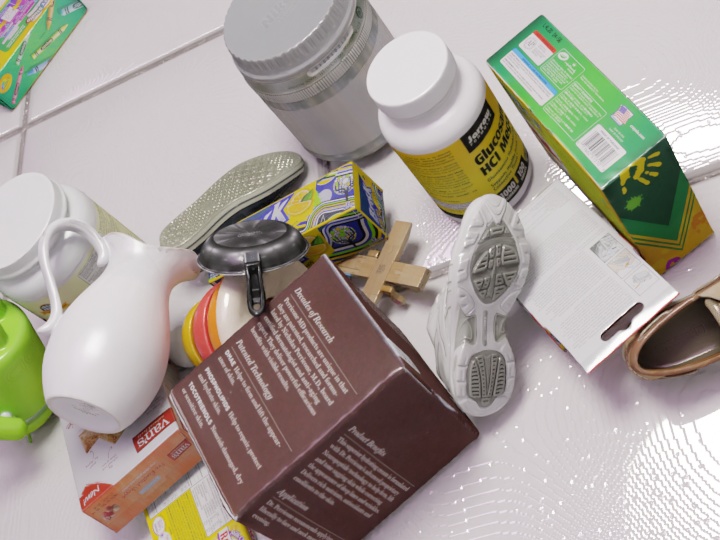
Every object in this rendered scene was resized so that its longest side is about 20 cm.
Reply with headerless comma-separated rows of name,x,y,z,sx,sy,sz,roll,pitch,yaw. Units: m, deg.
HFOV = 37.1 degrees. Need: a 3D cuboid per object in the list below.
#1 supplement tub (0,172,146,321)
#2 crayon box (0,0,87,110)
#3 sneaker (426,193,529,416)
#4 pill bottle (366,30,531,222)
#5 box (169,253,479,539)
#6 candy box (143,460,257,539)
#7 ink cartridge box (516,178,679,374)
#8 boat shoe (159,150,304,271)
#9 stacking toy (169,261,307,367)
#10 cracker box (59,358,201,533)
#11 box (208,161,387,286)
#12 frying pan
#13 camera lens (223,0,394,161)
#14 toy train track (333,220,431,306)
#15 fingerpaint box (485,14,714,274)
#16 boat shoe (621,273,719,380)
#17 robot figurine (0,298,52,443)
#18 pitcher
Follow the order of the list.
supplement tub,-0.335,-0.009,1.245,0.144,0.200,0.146,-15,55,23
crayon box,-0.528,-0.357,1.666,0.118,0.058,0.201,26,78,39
sneaker,0.096,0.027,0.997,0.099,0.077,0.202,-156,72,-63
pill bottle,0.087,-0.141,1.065,0.111,0.200,0.113,-15,56,23
box,-0.034,0.134,0.997,0.200,0.166,0.164,-41,48,3
candy box,-0.164,0.261,1.092,0.102,0.026,0.201,-35,50,7
ink cartridge box,0.201,0.010,0.986,0.109,0.050,0.200,-41,42,5
boat shoe,-0.145,-0.069,1.258,0.200,0.063,0.074,-41,43,-16
stacking toy,-0.142,0.065,1.154,0.199,0.146,0.147,-14,54,45
cracker box,-0.253,0.164,1.165,0.134,0.058,0.200,-41,40,4
box,-0.070,-0.036,1.161,0.199,0.064,0.071,-26,46,25
frying pan,-0.118,-0.009,1.040,0.114,0.031,0.190,0,23,17
camera lens,-0.040,-0.231,1.196,0.159,0.200,0.161,-15,56,23
toy train track,0.000,0.000,1.147,0.199,0.033,0.116,12,69,44
fingerpaint box,0.221,-0.115,0.989,0.073,0.167,0.201,-38,49,8
boat shoe,0.310,0.037,0.891,0.199,0.072,0.076,-35,87,17
robot figurine,-0.416,0.114,1.233,0.115,0.201,0.176,-18,49,-7
pitcher,-0.272,0.051,1.108,0.121,0.170,0.202,128,161,-57
